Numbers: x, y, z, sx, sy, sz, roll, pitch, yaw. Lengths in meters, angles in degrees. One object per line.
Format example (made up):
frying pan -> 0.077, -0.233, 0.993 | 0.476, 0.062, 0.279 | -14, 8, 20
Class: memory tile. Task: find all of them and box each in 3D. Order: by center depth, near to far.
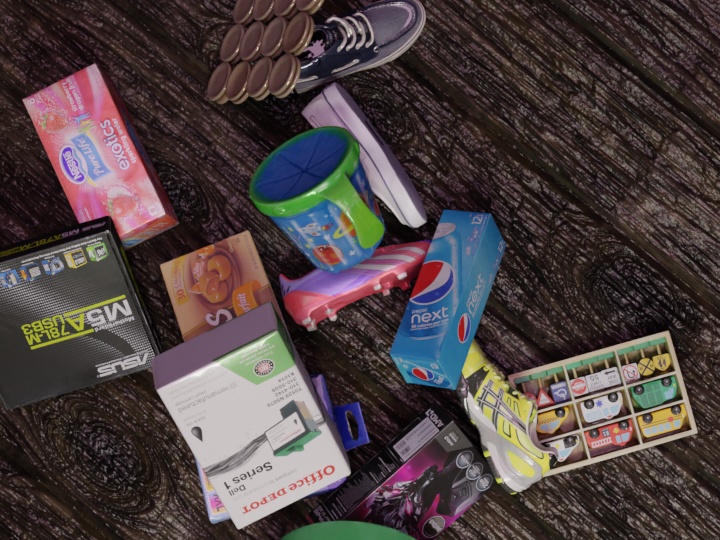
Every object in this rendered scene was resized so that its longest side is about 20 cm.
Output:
memory tile -> -0.110, -0.267, 1.632 | 0.017, 0.200, 0.154 | 22, 81, -33

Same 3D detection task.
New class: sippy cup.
sippy cup -> -0.039, -0.074, 1.607 | 0.139, 0.178, 0.131 | -21, 125, 16

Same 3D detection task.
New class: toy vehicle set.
toy vehicle set -> 0.283, 0.157, 1.648 | 0.199, 0.027, 0.125 | -16, 84, 0

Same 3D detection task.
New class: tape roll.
tape roll -> -0.006, 0.353, 1.552 | 0.199, 0.201, 0.048 | 6, 48, 2

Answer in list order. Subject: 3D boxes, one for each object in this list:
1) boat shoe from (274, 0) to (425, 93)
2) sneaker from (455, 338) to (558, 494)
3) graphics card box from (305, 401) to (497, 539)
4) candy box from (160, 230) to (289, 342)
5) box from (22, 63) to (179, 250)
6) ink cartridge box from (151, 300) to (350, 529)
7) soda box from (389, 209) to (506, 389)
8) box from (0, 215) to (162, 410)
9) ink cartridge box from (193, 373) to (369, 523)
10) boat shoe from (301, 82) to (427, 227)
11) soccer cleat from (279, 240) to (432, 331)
boat shoe -> -0.012, -0.275, 1.666 | 0.199, 0.093, 0.075 | -29, 84, -1
sneaker -> 0.162, 0.153, 1.618 | 0.076, 0.075, 0.201 | -28, 81, 14
graphics card box -> 0.051, 0.259, 1.602 | 0.200, 0.051, 0.126 | -41, 126, -4
candy box -> -0.147, 0.063, 1.617 | 0.115, 0.055, 0.201 | -22, 61, -2
box -> -0.307, -0.128, 1.658 | 0.102, 0.095, 0.201 | -25, 84, 1
ink cartridge box -> -0.115, 0.158, 1.512 | 0.145, 0.084, 0.201 | -26, 115, 0
soda box -> 0.102, 0.031, 1.602 | 0.064, 0.068, 0.201 | 6, 59, 28
box -> -0.350, 0.051, 1.615 | 0.199, 0.048, 0.194 | -16, 120, -1
ink cartridge box -> -0.091, 0.202, 1.632 | 0.199, 0.076, 0.137 | -15, 84, -2
boat shoe -> 0.004, -0.126, 1.670 | 0.065, 0.074, 0.201 | -36, 81, 13
soccer cleat -> 0.000, 0.000, 1.656 | 0.199, 0.067, 0.077 | -26, 72, -1
